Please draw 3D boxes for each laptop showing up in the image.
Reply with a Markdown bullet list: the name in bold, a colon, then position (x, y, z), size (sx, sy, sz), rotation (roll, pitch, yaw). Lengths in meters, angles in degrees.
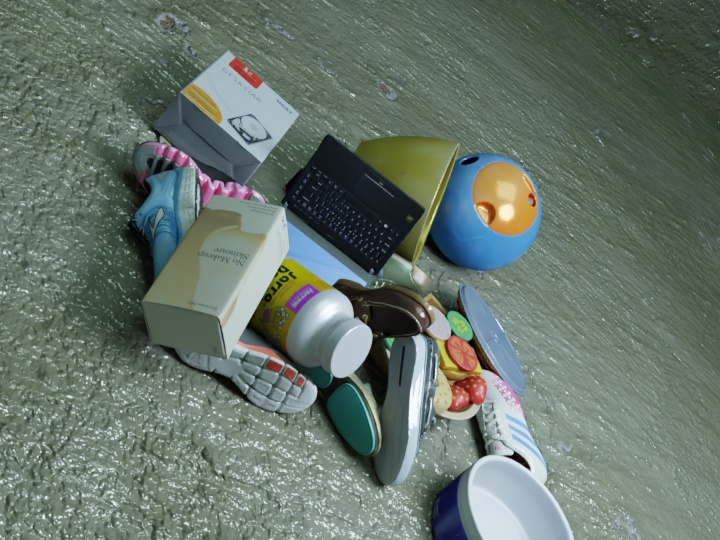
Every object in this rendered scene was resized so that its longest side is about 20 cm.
- **laptop**: position (-0.041, -0.051, 1.433), size (0.177, 0.201, 0.103), rotation (37, 22, -1)

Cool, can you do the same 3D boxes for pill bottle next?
- **pill bottle**: position (-0.079, 0.052, 1.297), size (0.199, 0.105, 0.104), rotation (33, 22, 33)

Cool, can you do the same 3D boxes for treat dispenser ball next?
- **treat dispenser ball**: position (0.213, -0.101, 1.783), size (0.200, 0.201, 0.202), rotation (30, 36, -24)

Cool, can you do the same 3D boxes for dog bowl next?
- **dog bowl**: position (0.193, 0.355, 1.378), size (0.199, 0.079, 0.201), rotation (30, 36, -24)

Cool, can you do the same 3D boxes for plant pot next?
- **plant pot**: position (0.049, -0.123, 1.560), size (0.141, 0.202, 0.200), rotation (22, 33, 5)

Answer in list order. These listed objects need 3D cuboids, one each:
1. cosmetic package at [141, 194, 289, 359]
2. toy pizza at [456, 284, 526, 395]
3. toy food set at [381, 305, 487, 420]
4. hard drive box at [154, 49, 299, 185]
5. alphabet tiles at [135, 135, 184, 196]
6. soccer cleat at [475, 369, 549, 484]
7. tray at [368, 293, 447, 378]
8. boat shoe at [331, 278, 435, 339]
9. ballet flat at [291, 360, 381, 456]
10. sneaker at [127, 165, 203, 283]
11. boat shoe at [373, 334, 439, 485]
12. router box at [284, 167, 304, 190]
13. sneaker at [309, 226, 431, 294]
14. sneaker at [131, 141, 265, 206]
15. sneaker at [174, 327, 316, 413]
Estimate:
- **cosmetic package**: position (-0.168, 0.003, 1.225), size (0.104, 0.072, 0.201), rotation (10, 44, 14)
- **toy pizza**: position (0.206, 0.115, 1.664), size (0.201, 0.032, 0.201), rotation (53, 16, -23)
- **toy food set**: position (0.106, 0.125, 1.489), size (0.199, 0.049, 0.199), rotation (13, 45, -41)
- **hard drive box**: position (-0.197, -0.226, 1.551), size (0.156, 0.077, 0.201), rotation (40, 30, -10)
- **alphabet tiles**: position (-0.228, -0.108, 1.456), size (0.199, 0.006, 0.168), rotation (25, 38, -31)
- **soccer cleat**: position (0.211, 0.237, 1.534), size (0.086, 0.070, 0.201), rotation (-3, 57, -51)
- **tray**: position (0.089, 0.113, 1.561), size (0.099, 0.037, 0.200), rotation (50, 33, 4)
- **boat shoe**: position (0.012, 0.060, 1.334), size (0.070, 0.199, 0.071), rotation (-40, 116, -29)
- **ballet flat**: position (-0.024, 0.150, 1.358), size (0.201, 0.071, 0.070), rotation (52, 32, 13)
- **sneaker**: position (-0.251, -0.040, 1.310), size (0.089, 0.079, 0.202), rotation (-2, 58, 2)
- **boat shoe**: position (0.070, 0.182, 1.345), size (0.070, 0.072, 0.202), rotation (11, 90, -40)
- **router box**: position (-0.013, -0.106, 1.663), size (0.150, 0.051, 0.199), rotation (55, 33, 10)
- **sneaker**: position (0.000, 0.000, 1.523), size (0.199, 0.067, 0.090), rotation (32, 77, -1)
- **sneaker**: position (-0.227, -0.122, 1.418), size (0.199, 0.079, 0.096), rotation (29, 15, -28)
- **sneaker**: position (-0.136, 0.101, 1.277), size (0.199, 0.077, 0.082), rotation (34, 28, -21)
